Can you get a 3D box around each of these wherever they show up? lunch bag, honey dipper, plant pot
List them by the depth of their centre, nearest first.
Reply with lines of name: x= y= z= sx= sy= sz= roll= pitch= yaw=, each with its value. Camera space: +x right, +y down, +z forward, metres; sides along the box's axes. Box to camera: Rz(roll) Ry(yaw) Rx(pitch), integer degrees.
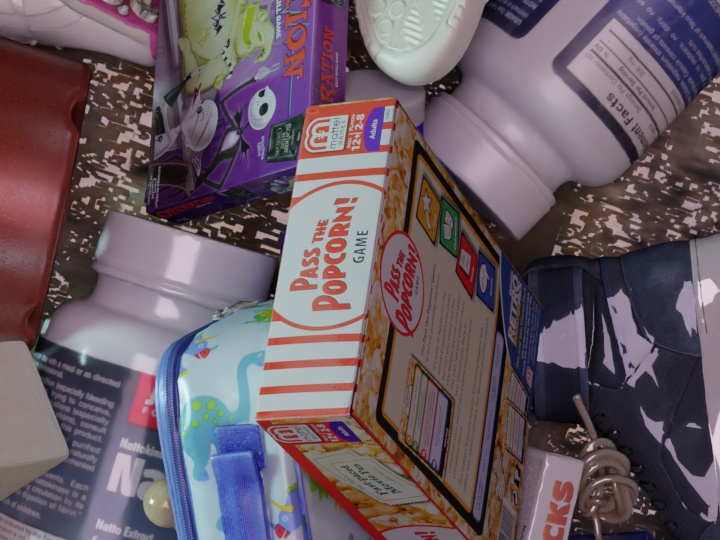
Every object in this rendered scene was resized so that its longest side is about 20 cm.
lunch bag: x=-0.028 y=0.113 z=1.013 sx=0.082 sy=0.161 sz=0.200 roll=-7 pitch=98 yaw=19
honey dipper: x=-0.061 y=0.151 z=1.078 sx=0.038 sy=0.200 sz=0.038 roll=-8 pitch=60 yaw=15
plant pot: x=-0.241 y=-0.050 z=1.079 sx=0.195 sy=0.201 sz=0.201 roll=11 pitch=90 yaw=-9

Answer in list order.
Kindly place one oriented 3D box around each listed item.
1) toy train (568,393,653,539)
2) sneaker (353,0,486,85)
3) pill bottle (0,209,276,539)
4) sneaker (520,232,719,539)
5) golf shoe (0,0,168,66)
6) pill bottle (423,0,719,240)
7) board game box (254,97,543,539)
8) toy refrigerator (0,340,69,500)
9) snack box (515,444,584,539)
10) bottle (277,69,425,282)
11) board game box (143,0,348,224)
toy train: x=0.114 y=0.175 z=1.081 sx=0.085 sy=0.116 sz=0.200 roll=-7 pitch=117 yaw=25
sneaker: x=0.053 y=-0.166 z=1.101 sx=0.077 sy=0.111 sz=0.200 roll=-14 pitch=60 yaw=26
pill bottle: x=-0.113 y=0.077 z=1.108 sx=0.119 sy=0.120 sz=0.200 roll=16 pitch=90 yaw=-1
sneaker: x=0.128 y=0.087 z=1.141 sx=0.146 sy=0.077 sz=0.203 roll=-6 pitch=98 yaw=7
golf shoe: x=-0.190 y=-0.147 z=1.142 sx=0.200 sy=0.075 sz=0.092 roll=26 pitch=119 yaw=-7
pill bottle: x=0.119 y=-0.114 z=1.119 sx=0.111 sy=0.111 sz=0.200 roll=44 pitch=89 yaw=-1
board game box: x=0.024 y=0.039 z=0.990 sx=0.046 sy=0.200 sz=0.152 roll=-4 pitch=60 yaw=23
toy refrigerator: x=-0.242 y=0.104 z=1.075 sx=0.200 sy=0.076 sz=0.070 roll=-32 pitch=74 yaw=33
snack box: x=0.062 y=0.184 z=1.075 sx=0.024 sy=0.072 sz=0.200 roll=14 pitch=88 yaw=-23
bottle: x=0.000 y=0.000 z=1.101 sx=0.083 sy=0.065 sz=0.200 roll=0 pitch=118 yaw=-8
board game box: x=-0.054 y=-0.131 z=1.086 sx=0.120 sy=0.032 sz=0.200 roll=-13 pitch=68 yaw=39
